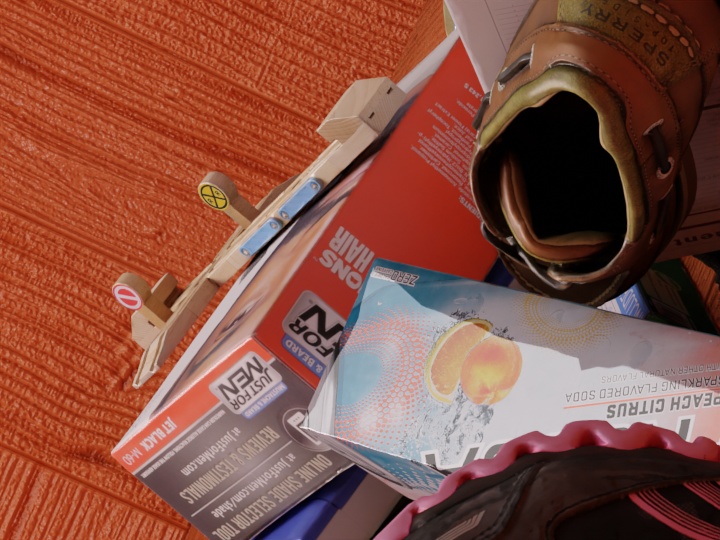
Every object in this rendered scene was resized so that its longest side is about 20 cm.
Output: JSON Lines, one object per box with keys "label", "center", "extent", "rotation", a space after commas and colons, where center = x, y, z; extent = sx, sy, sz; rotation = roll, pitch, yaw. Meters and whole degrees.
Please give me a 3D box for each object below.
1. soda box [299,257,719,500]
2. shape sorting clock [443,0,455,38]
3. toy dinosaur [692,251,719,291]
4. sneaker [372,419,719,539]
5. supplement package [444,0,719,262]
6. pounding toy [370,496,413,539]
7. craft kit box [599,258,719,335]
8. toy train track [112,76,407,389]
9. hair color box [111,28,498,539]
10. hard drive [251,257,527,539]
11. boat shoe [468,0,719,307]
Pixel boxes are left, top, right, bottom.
{"label": "soda box", "center": [0.081, 0.053, 0.717], "extent": [0.200, 0.068, 0.064], "rotation": [12, 73, 42]}
{"label": "shape sorting clock", "center": [0.126, -0.136, 0.977], "extent": [0.200, 0.039, 0.200], "rotation": [-18, 52, 24]}
{"label": "toy dinosaur", "center": [0.117, -0.045, 0.984], "extent": [0.077, 0.200, 0.102], "rotation": [-56, -37, -13]}
{"label": "sneaker", "center": [0.093, 0.084, 0.521], "extent": [0.095, 0.199, 0.079], "rotation": [-113, 21, -64]}
{"label": "supplement package", "center": [0.094, -0.100, 0.792], "extent": [0.200, 0.113, 0.110], "rotation": [61, -158, -55]}
{"label": "pounding toy", "center": [0.055, 0.135, 0.890], "extent": [0.200, 0.142, 0.184], "rotation": [-49, 8, 2]}
{"label": "craft kit box", "center": [0.092, 0.085, 1.092], "extent": [0.198, 0.048, 0.200], "rotation": [-61, 7, 13]}
{"label": "toy train track", "center": [-0.046, -0.023, 0.909], "extent": [0.200, 0.033, 0.115], "rotation": [-40, 12, 51]}
{"label": "hair color box", "center": [0.000, 0.000, 0.888], "extent": [0.111, 0.064, 0.200], "rotation": [-40, 13, 48]}
{"label": "hard drive", "center": [0.022, 0.037, 0.917], "extent": [0.200, 0.025, 0.132], "rotation": [-52, 9, -20]}
{"label": "boat shoe", "center": [0.059, -0.031, 0.701], "extent": [0.068, 0.072, 0.200], "rotation": [-58, -13, -23]}
